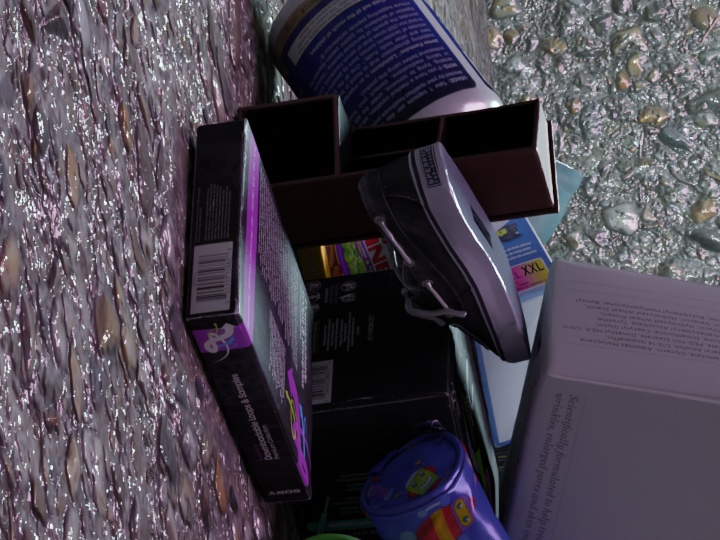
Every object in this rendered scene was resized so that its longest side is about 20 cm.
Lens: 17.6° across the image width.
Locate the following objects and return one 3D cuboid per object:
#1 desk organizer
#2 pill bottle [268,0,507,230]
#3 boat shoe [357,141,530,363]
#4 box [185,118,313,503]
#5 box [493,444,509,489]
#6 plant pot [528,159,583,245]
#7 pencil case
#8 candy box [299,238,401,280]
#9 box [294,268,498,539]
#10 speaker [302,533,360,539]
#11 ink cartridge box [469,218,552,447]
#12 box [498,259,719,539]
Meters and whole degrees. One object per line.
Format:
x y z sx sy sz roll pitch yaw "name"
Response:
0.023 -0.072 1.508 0.077 0.199 0.072 65 20 -58 "desk organizer"
0.031 -0.114 1.627 0.200 0.115 0.116 55 -4 24 "pill bottle"
0.054 -0.001 1.480 0.200 0.068 0.074 56 19 -52 "boat shoe"
-0.063 0.028 1.397 0.200 0.036 0.144 71 15 -51 "box"
0.096 0.130 1.813 0.048 0.199 0.159 16 69 -54 "box"
0.071 -0.051 1.946 0.200 0.199 0.135 23 87 -81 "plant pot"
0.067 0.195 1.493 0.087 0.078 0.201 23 -34 56 "pencil case"
0.000 0.000 1.698 0.102 0.026 0.201 -25 108 -49 "candy box"
0.021 0.121 1.589 0.149 0.124 0.201 -86 165 -52 "box"
-0.003 0.232 1.465 0.200 0.088 0.089 66 18 -63 "speaker"
0.093 0.010 1.721 0.200 0.076 0.137 -112 -172 -49 "ink cartridge box"
0.202 0.121 1.551 0.131 0.199 0.200 -82 -179 -55 "box"
